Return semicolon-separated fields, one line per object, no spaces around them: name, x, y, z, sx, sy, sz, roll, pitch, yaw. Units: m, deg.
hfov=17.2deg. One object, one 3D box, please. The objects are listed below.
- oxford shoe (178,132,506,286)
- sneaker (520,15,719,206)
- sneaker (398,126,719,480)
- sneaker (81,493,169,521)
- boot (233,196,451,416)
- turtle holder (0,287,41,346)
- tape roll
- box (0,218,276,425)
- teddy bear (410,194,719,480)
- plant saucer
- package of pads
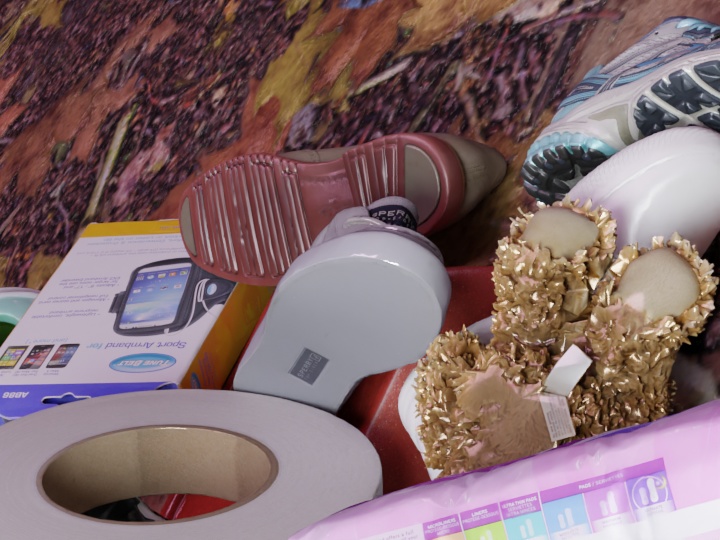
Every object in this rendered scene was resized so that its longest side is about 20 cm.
oxford shoe;-0.011;-0.033;1.265;0.199;0.075;0.071;-5;94;40
sneaker;0.152;-0.085;1.066;0.200;0.078;0.087;-17;41;50
sneaker;0.103;0.031;1.033;0.200;0.075;0.089;-49;39;22
sneaker;-0.061;0.186;1.104;0.066;0.090;0.200;-46;53;14
boot;0.000;0.000;1.098;0.096;0.073;0.200;-65;10;-27
turtle holder;-0.208;0.096;1.374;0.141;0.132;0.186;-9;51;54
tape roll;-0.088;0.106;1.055;0.203;0.202;0.037;-139;44;-63
box;-0.124;0.036;1.294;0.119;0.042;0.200;-2;32;19
teddy bear;0.078;0.069;0.980;0.144;0.067;0.201;6;86;28
plant saucer;-0.023;0.077;1.203;0.199;0.037;0.200;-3;55;57
package of pads;0.087;0.097;0.861;0.199;0.120;0.076;-19;82;27
